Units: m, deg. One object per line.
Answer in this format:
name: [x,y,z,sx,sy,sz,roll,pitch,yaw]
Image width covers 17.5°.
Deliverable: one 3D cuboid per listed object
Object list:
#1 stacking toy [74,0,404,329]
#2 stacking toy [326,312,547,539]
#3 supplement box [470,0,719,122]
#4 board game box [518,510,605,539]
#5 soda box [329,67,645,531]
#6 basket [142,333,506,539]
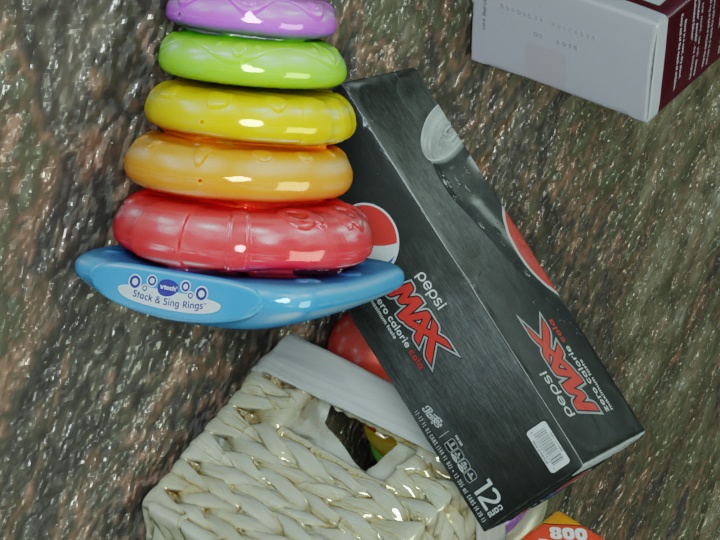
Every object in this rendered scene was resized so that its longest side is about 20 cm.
stacking toy: [-0.043,-0.082,0.948,0.110,0.116,0.201,-13,110,-62]
stacking toy: [0.036,0.079,1.231,0.086,0.085,0.200,-57,148,-19]
supplement box: [0.155,-0.160,1.227,0.200,0.108,0.061,-40,142,-41]
board game box: [0.095,0.276,1.065,0.200,0.199,0.201,-32,140,-39]
soda box: [0.039,0.010,1.048,0.063,0.201,0.071,-37,170,32]
basket: [-0.017,0.157,1.128,0.123,0.135,0.201,-42,144,-34]
